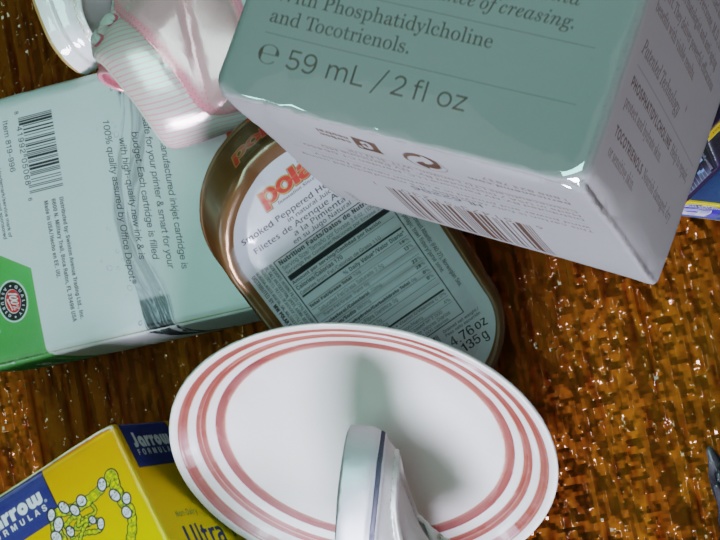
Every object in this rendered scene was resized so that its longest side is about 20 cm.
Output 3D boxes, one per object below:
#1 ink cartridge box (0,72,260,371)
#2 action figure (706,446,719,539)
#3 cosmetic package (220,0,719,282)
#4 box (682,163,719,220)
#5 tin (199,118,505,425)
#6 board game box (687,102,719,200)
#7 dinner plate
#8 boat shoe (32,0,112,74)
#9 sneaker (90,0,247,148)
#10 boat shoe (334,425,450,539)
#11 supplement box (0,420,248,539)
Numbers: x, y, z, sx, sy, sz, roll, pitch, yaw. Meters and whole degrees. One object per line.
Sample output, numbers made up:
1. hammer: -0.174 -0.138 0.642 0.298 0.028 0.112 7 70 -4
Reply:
1. ink cartridge box: -0.115 -0.034 1.204 0.199 0.083 0.147 -12 84 20
2. action figure: 0.237 0.121 1.053 0.200 0.102 0.119 -26 91 17
3. cosmetic package: 0.068 -0.126 0.952 0.167 0.166 0.201 15 81 22
4. box: 0.115 -0.068 1.121 0.199 0.070 0.065 8 87 21
5. tin: 0.000 0.000 1.112 0.112 0.200 0.042 -37 34 -2
6. board game box: 0.116 -0.133 1.066 0.165 0.057 0.200 -43 68 3
7. dinner plate: 0.002 0.089 1.124 0.200 0.200 0.024 -12 41 21
8. boat shoe: -0.139 -0.204 1.205 0.069 0.071 0.201 -11 66 19
9. sneaker: -0.103 -0.153 1.128 0.104 0.075 0.201 -26 72 9
10. boat shoe: 0.026 0.161 1.113 0.065 0.072 0.201 -1 121 8
11. supplement box: -0.105 0.192 1.178 0.109 0.109 0.200 -33 77 18
